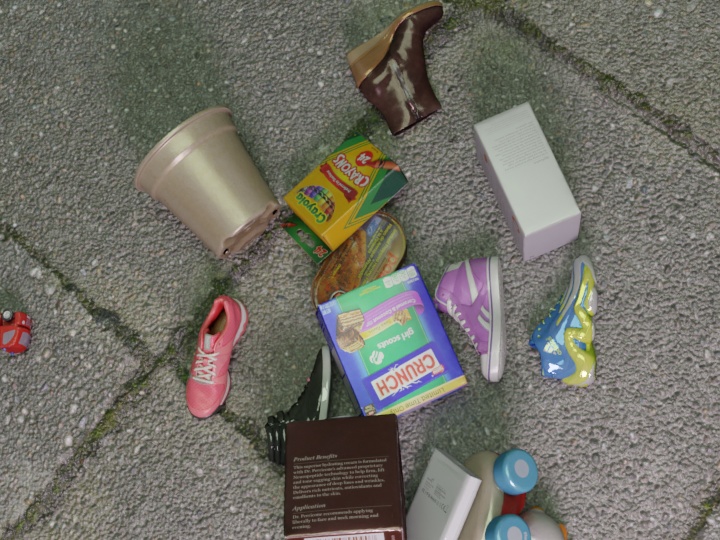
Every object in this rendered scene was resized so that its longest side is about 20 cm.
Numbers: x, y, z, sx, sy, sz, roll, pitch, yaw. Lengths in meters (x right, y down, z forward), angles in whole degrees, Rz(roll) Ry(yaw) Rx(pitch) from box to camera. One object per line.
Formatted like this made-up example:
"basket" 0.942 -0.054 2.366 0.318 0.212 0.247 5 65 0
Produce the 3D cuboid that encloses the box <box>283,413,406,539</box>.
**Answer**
"box" -0.018 0.336 1.582 0.163 0.166 0.202 -4 43 3

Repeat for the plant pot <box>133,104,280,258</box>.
"plant pot" -0.233 -0.129 1.807 0.200 0.201 0.184 -39 83 -4

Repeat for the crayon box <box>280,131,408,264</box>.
"crayon box" -0.036 -0.119 1.809 0.200 0.051 0.127 -43 49 -5

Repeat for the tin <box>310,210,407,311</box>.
"tin" 0.000 0.000 1.797 0.111 0.042 0.201 27 79 20

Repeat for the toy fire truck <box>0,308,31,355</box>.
"toy fire truck" -0.645 0.142 1.849 0.197 0.049 0.143 -4 73 7

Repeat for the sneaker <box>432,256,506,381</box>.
"sneaker" 0.168 0.080 1.733 0.113 0.073 0.203 -6 62 11

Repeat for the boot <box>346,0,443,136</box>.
"boot" 0.091 -0.341 1.883 0.199 0.072 0.167 -34 83 -4

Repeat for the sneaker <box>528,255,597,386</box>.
"sneaker" 0.308 0.074 1.705 0.103 0.076 0.203 0 74 10

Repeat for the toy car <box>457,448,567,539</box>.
"toy car" 0.229 0.368 1.606 0.198 0.184 0.179 23 61 -21

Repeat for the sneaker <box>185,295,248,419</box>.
"sneaker" -0.239 0.131 1.768 0.073 0.087 0.203 11 75 13

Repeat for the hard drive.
"hard drive" 0.100 0.369 1.604 0.026 0.132 0.202 22 91 -21

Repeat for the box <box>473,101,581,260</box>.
"box" 0.260 -0.137 1.751 0.096 0.125 0.202 -22 72 1

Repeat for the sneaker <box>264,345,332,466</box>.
"sneaker" -0.096 0.212 1.728 0.098 0.071 0.203 6 78 6

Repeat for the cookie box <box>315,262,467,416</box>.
"cookie box" 0.046 0.118 1.708 0.169 0.075 0.202 -23 81 -8
